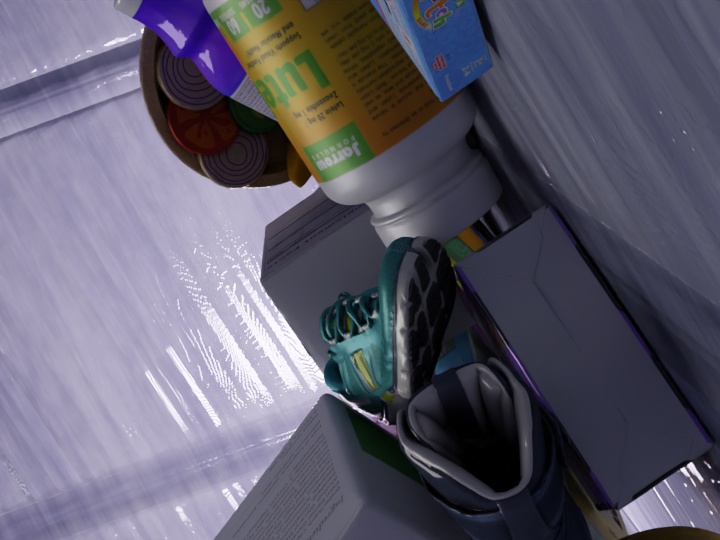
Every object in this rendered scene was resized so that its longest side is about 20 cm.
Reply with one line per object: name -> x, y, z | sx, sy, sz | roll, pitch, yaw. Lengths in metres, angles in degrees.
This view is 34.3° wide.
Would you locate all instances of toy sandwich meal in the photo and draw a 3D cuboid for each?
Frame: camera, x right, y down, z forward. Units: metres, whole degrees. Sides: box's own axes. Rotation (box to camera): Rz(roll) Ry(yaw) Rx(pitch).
toy sandwich meal -> -0.064, -0.155, 0.861 | 0.206, 0.205, 0.070 | 56, 169, -27

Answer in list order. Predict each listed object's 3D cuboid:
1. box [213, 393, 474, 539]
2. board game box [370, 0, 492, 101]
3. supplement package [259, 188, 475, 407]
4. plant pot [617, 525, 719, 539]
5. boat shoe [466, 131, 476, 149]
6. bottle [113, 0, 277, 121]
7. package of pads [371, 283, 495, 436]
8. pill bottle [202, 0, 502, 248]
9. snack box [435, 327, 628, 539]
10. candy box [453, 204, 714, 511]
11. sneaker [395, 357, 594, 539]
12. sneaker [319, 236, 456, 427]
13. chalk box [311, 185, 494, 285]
box -> 0.008, 0.231, 0.752 | 0.198, 0.201, 0.171 | 34, -171, -17
board game box -> -0.014, -0.194, 0.544 | 0.201, 0.036, 0.151 | 58, -178, 25
supplement package -> 0.000, 0.000, 0.910 | 0.118, 0.117, 0.200 | 56, -175, -14
plant pot -> 0.215, 0.277, 0.747 | 0.202, 0.199, 0.190 | 56, -161, -31
boat shoe -> 0.041, -0.102, 0.895 | 0.072, 0.068, 0.200 | 57, -178, 5
bottle -> -0.067, -0.152, 0.787 | 0.198, 0.084, 0.066 | 24, -141, -20
package of pads -> 0.072, 0.103, 0.950 | 0.121, 0.075, 0.200 | 53, -159, -16
pill bottle -> 0.002, -0.112, 0.711 | 0.201, 0.110, 0.111 | 57, -178, -12
snack box -> 0.130, 0.141, 0.852 | 0.200, 0.037, 0.117 | 47, -162, -25
candy box -> 0.140, 0.066, 0.758 | 0.169, 0.071, 0.200 | 58, -178, 14
sneaker -> 0.064, 0.088, 0.659 | 0.147, 0.076, 0.203 | 57, -179, -34
sneaker -> 0.011, 0.043, 0.735 | 0.079, 0.078, 0.201 | 21, 150, 6
chalk box -> 0.040, -0.029, 1.132 | 0.199, 0.125, 0.124 | 37, -168, -33
